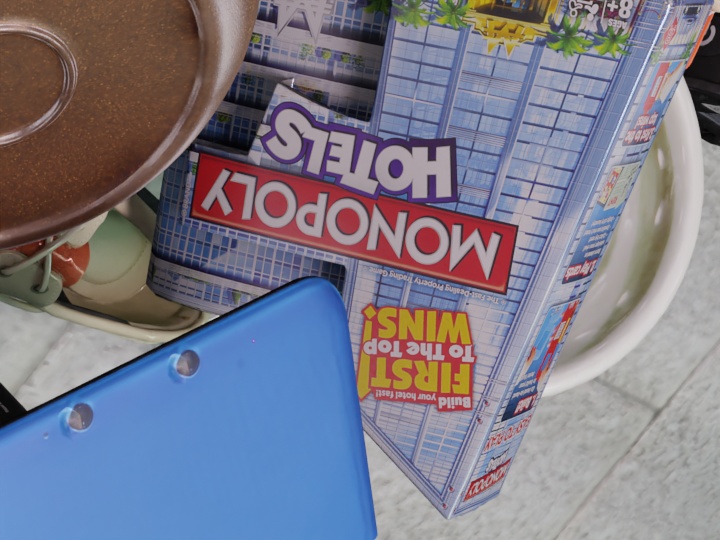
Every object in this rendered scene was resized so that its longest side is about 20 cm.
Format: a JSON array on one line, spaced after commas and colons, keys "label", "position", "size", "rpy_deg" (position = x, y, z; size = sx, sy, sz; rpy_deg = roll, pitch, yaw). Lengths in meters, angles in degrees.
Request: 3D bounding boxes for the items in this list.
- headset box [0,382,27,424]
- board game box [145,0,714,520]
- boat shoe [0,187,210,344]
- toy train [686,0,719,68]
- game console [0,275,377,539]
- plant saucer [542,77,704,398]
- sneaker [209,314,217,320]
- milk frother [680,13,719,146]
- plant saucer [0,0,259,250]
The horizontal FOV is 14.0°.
[{"label": "headset box", "position": [-0.169, 0.115, 1.103], "size": [0.093, 0.174, 0.200], "rpy_deg": [-34, 153, -24]}, {"label": "board game box", "position": [0.011, -0.020, 1.080], "size": [0.062, 0.199, 0.201], "rpy_deg": [-11, 112, -68]}, {"label": "boat shoe", "position": [-0.121, -0.016, 1.121], "size": [0.071, 0.063, 0.200], "rpy_deg": [-48, 154, 6]}, {"label": "toy train", "position": [0.106, -0.137, 1.166], "size": [0.056, 0.149, 0.201], "rpy_deg": [54, 45, -39]}, {"label": "game console", "position": [-0.094, 0.109, 0.987], "size": [0.199, 0.119, 0.170], "rpy_deg": [-25, 177, -37]}, {"label": "plant saucer", "position": [0.048, -0.043, 1.248], "size": [0.200, 0.201, 0.050], "rpy_deg": [-38, -172, -20]}, {"label": "sneaker", "position": [0.000, 0.000, 1.329], "size": [0.199, 0.079, 0.130], "rpy_deg": [-51, 171, -22]}, {"label": "milk frother", "position": [0.251, -0.126, 1.344], "size": [0.200, 0.180, 0.189], "rpy_deg": [32, 79, -61]}, {"label": "plant saucer", "position": [-0.125, -0.070, 0.981], "size": [0.199, 0.032, 0.201], "rpy_deg": [-13, 139, -12]}]
